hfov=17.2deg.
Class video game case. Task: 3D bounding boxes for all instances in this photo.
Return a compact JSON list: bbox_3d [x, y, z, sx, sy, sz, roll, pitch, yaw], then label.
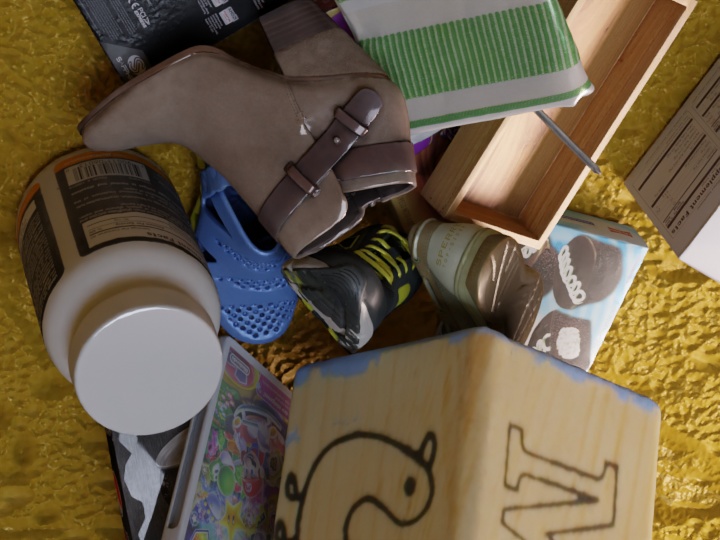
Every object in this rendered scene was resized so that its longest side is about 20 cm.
[{"bbox_3d":[-0.081,0.167,1.662,0.018,0.201,0.143,-7,146,32],"label":"video game case"}]

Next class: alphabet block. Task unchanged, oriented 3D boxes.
[{"bbox_3d":[0.070,0.172,1.608,0.196,0.202,0.195,22,155,-37],"label":"alphabet block"}]

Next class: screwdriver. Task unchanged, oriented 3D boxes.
[{"bbox_3d":[0.084,-0.133,1.531,0.200,0.029,0.028,43,106,-10],"label":"screwdriver"}]

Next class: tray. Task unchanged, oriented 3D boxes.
[{"bbox_3d":[0.130,-0.115,1.582,0.098,0.037,0.201,16,113,-43],"label":"tray"}]

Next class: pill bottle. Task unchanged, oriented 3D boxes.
[{"bbox_3d":[-0.154,0.012,1.539,0.115,0.200,0.117,-8,123,-13],"label":"pill bottle"}]

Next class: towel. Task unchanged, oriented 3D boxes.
[{"bbox_3d":[0.048,-0.179,1.477,0.152,0.023,0.201,-7,122,33],"label":"towel"}]

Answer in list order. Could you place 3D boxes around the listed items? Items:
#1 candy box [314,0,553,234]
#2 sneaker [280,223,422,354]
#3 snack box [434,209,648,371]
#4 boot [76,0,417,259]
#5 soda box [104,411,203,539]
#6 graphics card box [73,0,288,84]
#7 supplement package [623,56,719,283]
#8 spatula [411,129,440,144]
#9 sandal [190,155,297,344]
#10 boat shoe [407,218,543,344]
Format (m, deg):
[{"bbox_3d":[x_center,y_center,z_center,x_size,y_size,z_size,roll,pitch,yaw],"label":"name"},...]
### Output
[{"bbox_3d":[0.046,-0.126,1.609,0.116,0.057,0.201,-26,126,-4],"label":"candy box"},{"bbox_3d":[0.000,0.000,1.585,0.085,0.200,0.075,-44,89,-4],"label":"sneaker"},{"bbox_3d":[0.117,0.048,1.748,0.115,0.037,0.201,13,115,-24],"label":"snack box"},{"bbox_3d":[-0.066,-0.075,1.509,0.199,0.147,0.070,-28,168,11],"label":"boot"},{"bbox_3d":[-0.130,0.185,1.680,0.070,0.063,0.202,-11,94,-9],"label":"soda box"},{"bbox_3d":[-0.094,-0.216,1.513,0.199,0.051,0.126,-31,125,1],"label":"graphics card box"},{"bbox_3d":[0.322,-0.054,1.710,0.199,0.111,0.156,27,108,-29],"label":"supplement package"},{"bbox_3d":[0.043,-0.096,1.579,0.199,0.021,0.057,-34,125,-1],"label":"spatula"},{"bbox_3d":[-0.076,-0.031,1.609,0.079,0.087,0.201,-14,125,-12],"label":"sandal"},{"bbox_3d":[0.078,0.017,1.630,0.074,0.063,0.201,-63,161,-10],"label":"boat shoe"}]
